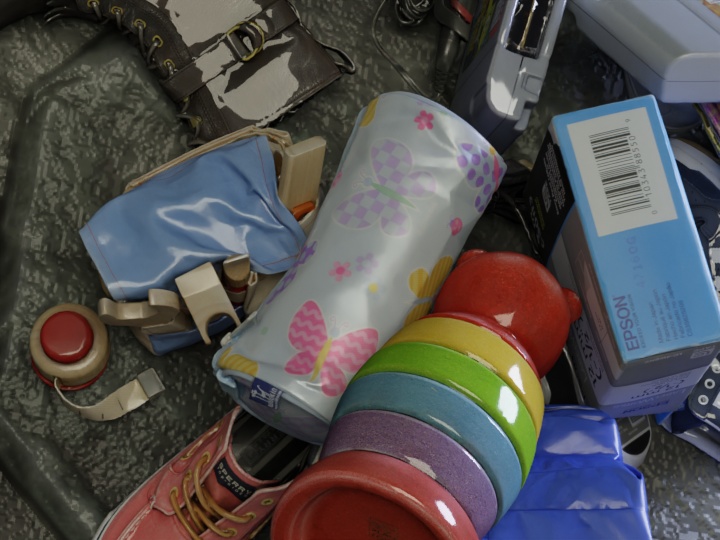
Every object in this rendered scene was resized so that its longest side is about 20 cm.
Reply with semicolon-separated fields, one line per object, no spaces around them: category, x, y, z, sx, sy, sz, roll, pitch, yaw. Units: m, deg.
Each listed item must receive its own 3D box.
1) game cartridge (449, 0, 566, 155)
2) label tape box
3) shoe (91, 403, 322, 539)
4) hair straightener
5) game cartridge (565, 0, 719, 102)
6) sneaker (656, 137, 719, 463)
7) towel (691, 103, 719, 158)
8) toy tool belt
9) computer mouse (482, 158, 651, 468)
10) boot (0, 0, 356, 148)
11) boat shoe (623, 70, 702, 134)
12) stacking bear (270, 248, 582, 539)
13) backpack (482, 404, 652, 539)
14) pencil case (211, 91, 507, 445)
game cartridge;0.097;-0.167;1.544;0.041;0.133;0.201;17;76;-3
label tape box;0.142;0.005;1.473;0.066;0.200;0.144;-13;74;-9
shoe;-0.086;0.128;1.476;0.071;0.091;0.200;44;76;3
hair straightener;0.050;-0.198;1.592;0.077;0.041;0.201;1;72;33
game cartridge;0.234;-0.148;1.508;0.199;0.133;0.042;-13;122;-25
sneaker;0.206;0.025;1.551;0.108;0.070;0.201;-32;87;-15
towel;0.258;-0.064;1.554;0.143;0.023;0.201;-29;90;-53
toy tool belt;-0.105;-0.009;1.480;0.199;0.123;0.125;-29;72;-9
computer mouse;0.108;0.031;1.535;0.044;0.110;0.201;-26;87;29
boot;-0.123;-0.135;1.542;0.199;0.069;0.175;-29;94;0
boat shoe;0.175;-0.185;1.592;0.072;0.069;0.201;-7;79;-9
stacking bear;0.049;0.072;1.367;0.121;0.114;0.200;19;51;16
backpack;0.058;0.166;1.459;0.199;0.163;0.169;-4;57;0
pencil case;0.000;0.000;1.431;0.090;0.083;0.201;23;73;25
